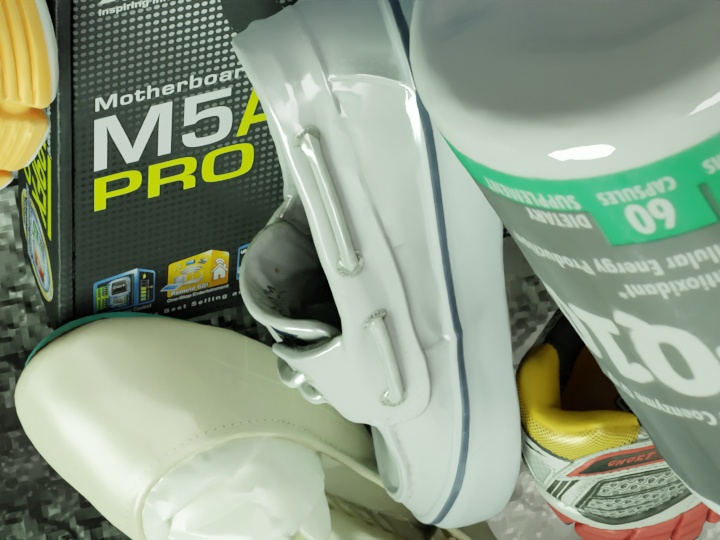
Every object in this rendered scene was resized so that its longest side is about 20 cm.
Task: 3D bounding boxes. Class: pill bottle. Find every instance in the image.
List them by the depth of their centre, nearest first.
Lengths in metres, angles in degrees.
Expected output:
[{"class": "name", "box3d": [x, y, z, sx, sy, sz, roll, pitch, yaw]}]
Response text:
[{"class": "pill bottle", "box3d": [0.103, -0.009, 0.686, 0.113, 0.113, 0.200, -36, 129, 2]}]

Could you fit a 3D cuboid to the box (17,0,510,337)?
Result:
[{"class": "box", "box3d": [0.008, -0.064, 0.771, 0.199, 0.044, 0.161, -14, 146, -16]}]

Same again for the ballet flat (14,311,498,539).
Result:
[{"class": "ballet flat", "box3d": [-0.016, 0.071, 0.832, 0.070, 0.070, 0.200, -50, 137, 10]}]

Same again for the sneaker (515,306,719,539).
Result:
[{"class": "sneaker", "box3d": [0.117, -0.011, 0.801, 0.200, 0.078, 0.082, -52, 151, -5]}]

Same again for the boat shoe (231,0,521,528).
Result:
[{"class": "boat shoe", "box3d": [0.000, 0.000, 0.760, 0.065, 0.074, 0.201, -17, 136, -9]}]

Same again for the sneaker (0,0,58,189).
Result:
[{"class": "sneaker", "box3d": [-0.150, -0.020, 0.734, 0.077, 0.079, 0.200, -7, 151, -37]}]
